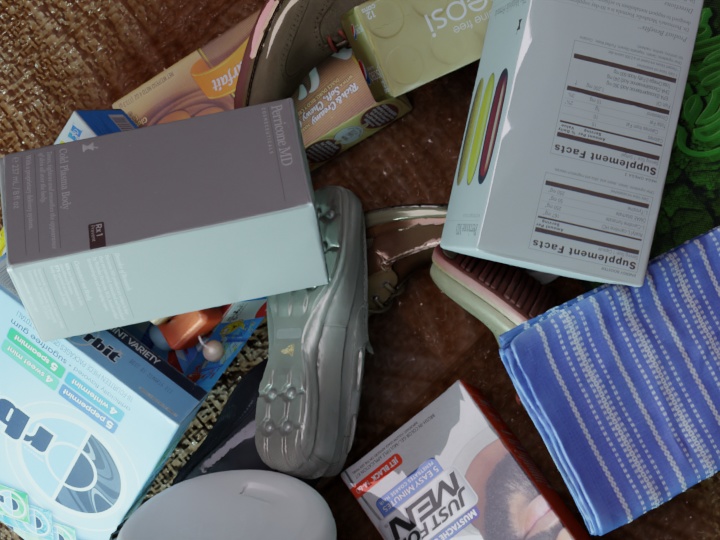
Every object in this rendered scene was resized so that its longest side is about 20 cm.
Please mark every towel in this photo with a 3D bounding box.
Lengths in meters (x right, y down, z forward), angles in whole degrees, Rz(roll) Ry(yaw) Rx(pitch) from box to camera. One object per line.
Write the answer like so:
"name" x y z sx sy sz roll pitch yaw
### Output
"towel" 0.201 0.066 1.072 0.200 0.024 0.145 -26 87 -14

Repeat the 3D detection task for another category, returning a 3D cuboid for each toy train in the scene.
"toy train" -0.188 0.032 1.160 0.200 0.056 0.150 -36 75 30

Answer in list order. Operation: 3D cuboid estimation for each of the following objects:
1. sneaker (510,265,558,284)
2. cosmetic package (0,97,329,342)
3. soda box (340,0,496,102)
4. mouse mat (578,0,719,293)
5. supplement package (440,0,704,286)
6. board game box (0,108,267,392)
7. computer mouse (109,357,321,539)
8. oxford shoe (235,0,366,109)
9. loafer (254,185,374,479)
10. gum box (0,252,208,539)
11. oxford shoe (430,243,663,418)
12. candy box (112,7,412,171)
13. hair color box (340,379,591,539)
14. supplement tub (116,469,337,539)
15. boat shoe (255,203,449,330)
"sneaker" 0.134 -0.091 1.146 0.074 0.087 0.200 16 86 21
"cosmetic package" -0.126 -0.034 1.080 0.199 0.090 0.107 -15 49 0
"soda box" 0.091 -0.185 1.119 0.200 0.064 0.068 -25 97 -8
"mouse mat" 0.202 -0.094 1.109 0.200 0.008 0.161 -31 94 -7
"supplement package" 0.132 -0.098 1.038 0.109 0.114 0.201 12 89 -9
"board game box" -0.183 0.019 1.222 0.200 0.056 0.196 47 117 20
"computer mouse" -0.072 0.151 1.167 0.200 0.138 0.053 -59 26 -7
"oxford shoe" -0.018 -0.183 1.161 0.075 0.070 0.200 31 92 11
"loafer" -0.025 0.043 1.132 0.070 0.070 0.201 3 79 41
"gum box" -0.220 0.107 1.165 0.170 0.045 0.200 37 130 3
"oxford shoe" 0.118 0.061 1.117 0.200 0.070 0.075 39 116 6
"candy box" -0.075 -0.123 1.242 0.200 0.055 0.116 -30 74 12
"hair color box" 0.090 0.188 1.127 0.111 0.064 0.200 -40 72 8
"supplement tub" -0.076 0.250 1.093 0.144 0.145 0.201 1 117 19
"boat shoe" 0.000 0.000 1.191 0.200 0.076 0.074 -12 82 25
